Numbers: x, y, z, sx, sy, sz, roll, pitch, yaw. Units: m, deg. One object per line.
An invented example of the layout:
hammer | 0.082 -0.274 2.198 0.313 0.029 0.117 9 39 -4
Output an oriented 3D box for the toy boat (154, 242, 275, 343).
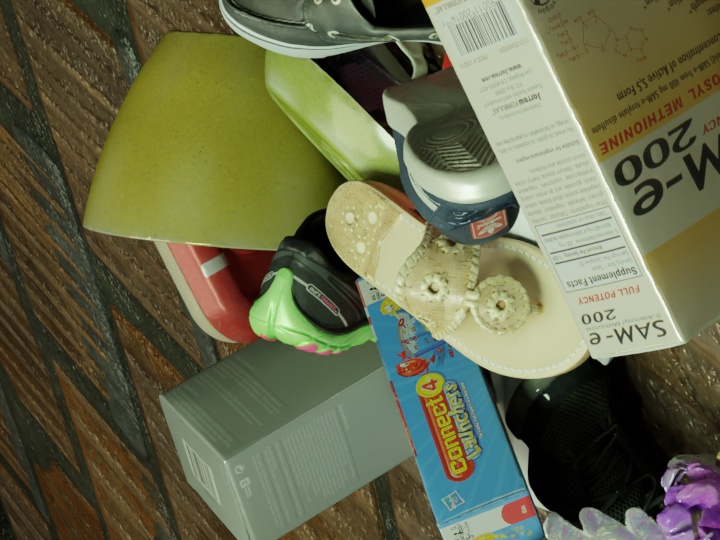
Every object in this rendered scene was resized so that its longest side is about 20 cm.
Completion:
toy boat | -0.086 -0.051 1.679 0.130 0.130 0.201 -21 99 40

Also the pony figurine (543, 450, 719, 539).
pony figurine | 0.213 0.138 1.128 0.193 0.166 0.201 40 137 31

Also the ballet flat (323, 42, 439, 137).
ballet flat | -0.010 -0.164 1.382 0.200 0.069 0.071 47 129 17

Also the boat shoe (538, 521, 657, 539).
boat shoe | 0.169 0.177 1.234 0.066 0.200 0.072 -53 44 37

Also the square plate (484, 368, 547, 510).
square plate | 0.069 0.055 1.526 0.198 0.028 0.201 45 155 39

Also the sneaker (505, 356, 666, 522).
sneaker | 0.150 0.121 1.328 0.114 0.076 0.200 45 165 29

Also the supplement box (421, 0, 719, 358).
supplement box | 0.130 -0.076 1.027 0.073 0.126 0.201 -15 104 58

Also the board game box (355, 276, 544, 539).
board game box | 0.070 0.124 1.328 0.201 0.056 0.197 67 -177 -47

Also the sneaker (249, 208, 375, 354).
sneaker | 0.000 0.000 1.390 0.076 0.200 0.084 18 104 19

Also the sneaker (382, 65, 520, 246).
sneaker | 0.061 -0.048 1.131 0.200 0.074 0.085 -106 -2 -73

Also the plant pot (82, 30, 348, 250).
plant pot | -0.093 -0.094 1.530 0.200 0.199 0.143 -166 79 -65

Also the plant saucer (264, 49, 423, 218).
plant saucer | 0.003 -0.073 1.397 0.200 0.031 0.200 45 178 2

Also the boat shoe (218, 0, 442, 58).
boat shoe | 0.009 -0.150 1.137 0.199 0.069 0.057 5 172 24

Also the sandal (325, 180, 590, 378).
sandal | 0.037 0.005 1.239 0.211 0.069 0.078 31 112 41

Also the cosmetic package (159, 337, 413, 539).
cosmetic package | -0.022 0.088 1.464 0.107 0.199 0.091 39 149 52

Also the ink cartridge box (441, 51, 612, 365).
ink cartridge box | 0.101 -0.054 1.210 0.173 0.044 0.200 38 155 13
